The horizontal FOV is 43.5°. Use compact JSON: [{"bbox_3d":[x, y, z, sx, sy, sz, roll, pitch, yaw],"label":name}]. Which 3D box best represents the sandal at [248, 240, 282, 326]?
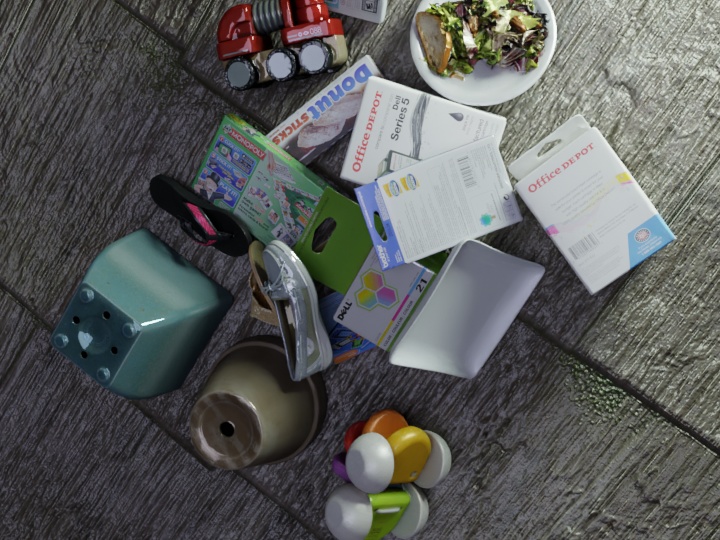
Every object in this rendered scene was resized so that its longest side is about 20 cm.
[{"bbox_3d":[-0.135,0.065,1.371,0.069,0.078,0.213,-28,96,24],"label":"sandal"}]

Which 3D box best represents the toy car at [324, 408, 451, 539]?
[{"bbox_3d":[0.022,0.299,1.332,0.150,0.174,0.202,36,110,44],"label":"toy car"}]

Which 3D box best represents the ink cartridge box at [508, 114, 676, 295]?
[{"bbox_3d":[0.302,-0.093,1.195,0.128,0.125,0.201,-35,88,17],"label":"ink cartridge box"}]

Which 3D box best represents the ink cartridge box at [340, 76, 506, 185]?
[{"bbox_3d":[0.086,-0.171,1.254,0.198,0.084,0.147,18,103,4],"label":"ink cartridge box"}]

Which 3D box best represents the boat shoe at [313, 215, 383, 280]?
[{"bbox_3d":[0.020,-0.045,1.325,0.199,0.063,0.074,-26,105,24],"label":"boat shoe"}]

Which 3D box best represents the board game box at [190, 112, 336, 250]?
[{"bbox_3d":[-0.148,-0.123,1.354,0.199,0.029,0.135,38,118,7],"label":"board game box"}]

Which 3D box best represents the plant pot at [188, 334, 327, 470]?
[{"bbox_3d":[-0.167,0.211,1.350,0.198,0.173,0.202,2,98,15],"label":"plant pot"}]

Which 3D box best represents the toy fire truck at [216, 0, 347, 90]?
[{"bbox_3d":[-0.125,-0.365,1.264,0.174,0.129,0.202,-8,101,17],"label":"toy fire truck"}]

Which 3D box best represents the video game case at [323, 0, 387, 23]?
[{"bbox_3d":[-0.041,-0.455,1.237,0.180,0.024,0.201,17,133,9],"label":"video game case"}]

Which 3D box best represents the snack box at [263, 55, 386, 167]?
[{"bbox_3d":[-0.046,-0.226,1.326,0.199,0.024,0.072,-36,91,18],"label":"snack box"}]

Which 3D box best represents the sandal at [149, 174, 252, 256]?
[{"bbox_3d":[-0.254,-0.076,1.386,0.199,0.045,0.076,31,130,13],"label":"sandal"}]

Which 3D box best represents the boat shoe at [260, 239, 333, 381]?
[{"bbox_3d":[-0.100,0.057,1.297,0.074,0.064,0.204,2,112,57],"label":"boat shoe"}]

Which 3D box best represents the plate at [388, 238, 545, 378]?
[{"bbox_3d":[0.144,0.053,1.246,0.032,0.199,0.201,45,110,41],"label":"plate"}]

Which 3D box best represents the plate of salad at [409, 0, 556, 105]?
[{"bbox_3d":[0.164,-0.322,1.217,0.198,0.048,0.202,-2,79,8],"label":"plate of salad"}]

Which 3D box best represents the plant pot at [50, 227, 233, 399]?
[{"bbox_3d":[-0.350,0.079,1.367,0.195,0.200,0.197,36,106,7],"label":"plant pot"}]

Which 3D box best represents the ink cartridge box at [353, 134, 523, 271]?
[{"bbox_3d":[0.100,-0.088,1.184,0.198,0.042,0.120,-21,98,-5],"label":"ink cartridge box"}]

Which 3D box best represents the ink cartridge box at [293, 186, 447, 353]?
[{"bbox_3d":[0.000,0.000,1.271,0.199,0.076,0.149,30,118,-1],"label":"ink cartridge box"}]

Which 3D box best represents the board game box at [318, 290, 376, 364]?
[{"bbox_3d":[0.028,0.056,1.350,0.199,0.019,0.104,-25,90,18],"label":"board game box"}]
